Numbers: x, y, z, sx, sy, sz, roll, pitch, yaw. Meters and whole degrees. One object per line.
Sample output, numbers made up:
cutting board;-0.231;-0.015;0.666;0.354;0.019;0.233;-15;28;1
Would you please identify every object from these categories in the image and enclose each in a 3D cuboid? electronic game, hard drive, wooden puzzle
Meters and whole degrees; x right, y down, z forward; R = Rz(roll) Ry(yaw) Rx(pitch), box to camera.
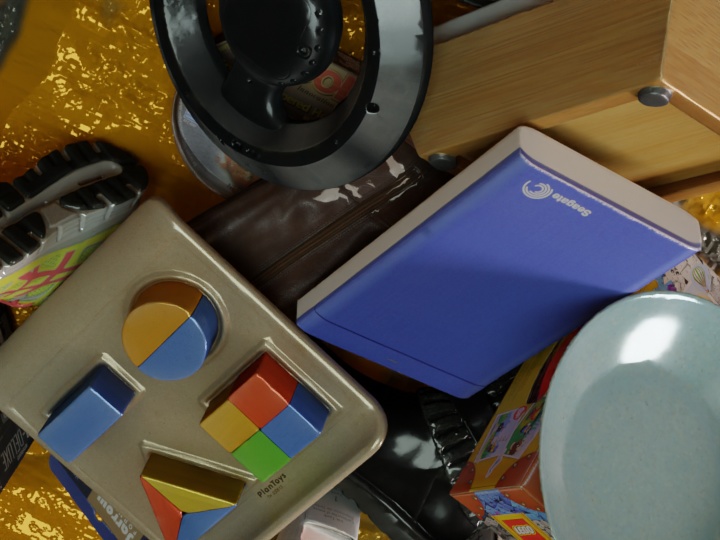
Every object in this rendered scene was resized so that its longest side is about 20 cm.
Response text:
electronic game;-0.043;-0.142;0.921;0.199;0.042;0.202;17;119;33
hard drive;0.074;0.003;0.942;0.131;0.026;0.200;24;139;-28
wooden puzzle;-0.112;0.084;1.000;0.200;0.046;0.185;45;116;-7

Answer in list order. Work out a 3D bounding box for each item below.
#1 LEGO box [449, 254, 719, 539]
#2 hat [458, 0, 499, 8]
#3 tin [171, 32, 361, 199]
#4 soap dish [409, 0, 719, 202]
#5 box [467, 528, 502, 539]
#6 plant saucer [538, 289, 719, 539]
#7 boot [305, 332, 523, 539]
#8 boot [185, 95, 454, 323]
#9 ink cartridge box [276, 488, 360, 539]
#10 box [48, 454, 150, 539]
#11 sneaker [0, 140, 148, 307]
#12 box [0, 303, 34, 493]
LEGO box;0.168;0.098;1.013;0.149;0.201;0.077;42;151;-17
hat;0.062;-0.208;0.862;0.199;0.081;0.202;14;123;22
tin;-0.019;-0.077;1.028;0.199;0.042;0.112;27;119;-10
soap dish;0.136;-0.091;0.911;0.157;0.082;0.199;24;153;-39
box;0.099;0.290;1.169;0.176;0.097;0.200;-40;107;22
plant saucer;0.171;0.114;0.942;0.201;0.202;0.039;43;151;-16
boot;0.045;0.082;1.079;0.158;0.080;0.211;-38;111;20
boot;0.000;0.000;1.012;0.200;0.064;0.187;-38;102;19
ink cartridge box;-0.054;0.247;1.113;0.043;0.174;0.201;20;116;-6
box;-0.140;0.103;1.087;0.121;0.032;0.201;47;121;23
sneaker;-0.214;-0.006;1.007;0.078;0.199;0.091;45;135;26
box;-0.269;0.083;1.030;0.049;0.200;0.159;-5;116;14
